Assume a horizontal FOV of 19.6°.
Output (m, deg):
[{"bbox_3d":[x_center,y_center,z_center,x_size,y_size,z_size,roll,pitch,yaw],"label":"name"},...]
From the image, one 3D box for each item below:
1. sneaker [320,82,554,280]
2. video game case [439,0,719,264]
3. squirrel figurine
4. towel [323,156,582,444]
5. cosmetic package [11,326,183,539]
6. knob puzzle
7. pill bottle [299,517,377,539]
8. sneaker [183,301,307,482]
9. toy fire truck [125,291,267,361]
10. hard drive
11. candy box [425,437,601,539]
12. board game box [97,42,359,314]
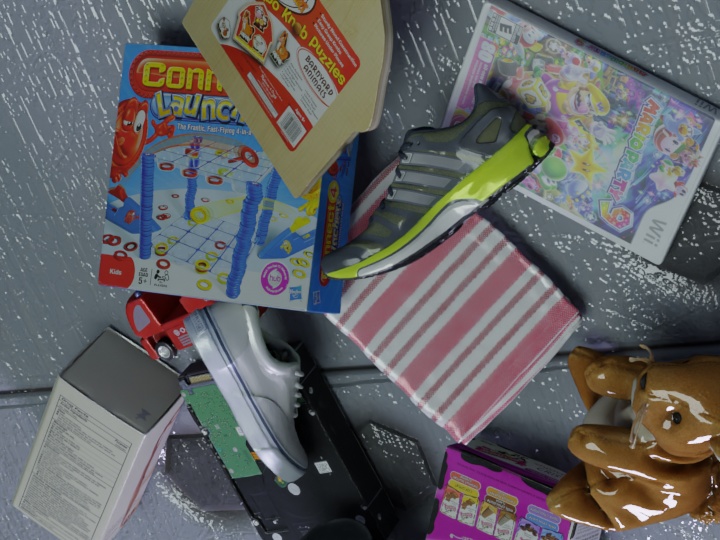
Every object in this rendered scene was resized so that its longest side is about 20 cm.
[{"bbox_3d":[0.048,-0.062,1.577,0.199,0.074,0.081,-36,84,8],"label":"sneaker"},{"bbox_3d":[0.162,-0.104,1.564,0.199,0.018,0.144,28,131,10],"label":"video game case"},{"bbox_3d":[0.257,0.124,1.575,0.199,0.142,0.187,25,152,-9],"label":"squirrel figurine"},{"bbox_3d":[0.060,0.021,1.658,0.200,0.030,0.146,44,94,-1],"label":"towel"},{"bbox_3d":[-0.244,0.163,1.953,0.103,0.087,0.201,35,134,6],"label":"cosmetic package"},{"bbox_3d":[-0.037,-0.185,1.552,0.219,0.030,0.222,15,111,42],"label":"knob puzzle"},{"bbox_3d":[0.015,0.314,1.858,0.111,0.112,0.201,-4,135,33],"label":"pill bottle"},{"bbox_3d":[-0.078,0.101,1.770,0.070,0.073,0.201,-27,130,0],"label":"sneaker"},{"bbox_3d":[-0.144,-0.009,1.796,0.199,0.049,0.142,-20,109,40],"label":"toy fire truck"},{"bbox_3d":[-0.066,0.162,1.879,0.139,0.038,0.201,-14,115,37],"label":"hard drive"},{"bbox_3d":[0.120,0.259,1.754,0.136,0.061,0.202,21,105,32],"label":"candy box"},{"bbox_3d":[-0.103,-0.074,1.651,0.198,0.056,0.198,6,90,27],"label":"board game box"}]
